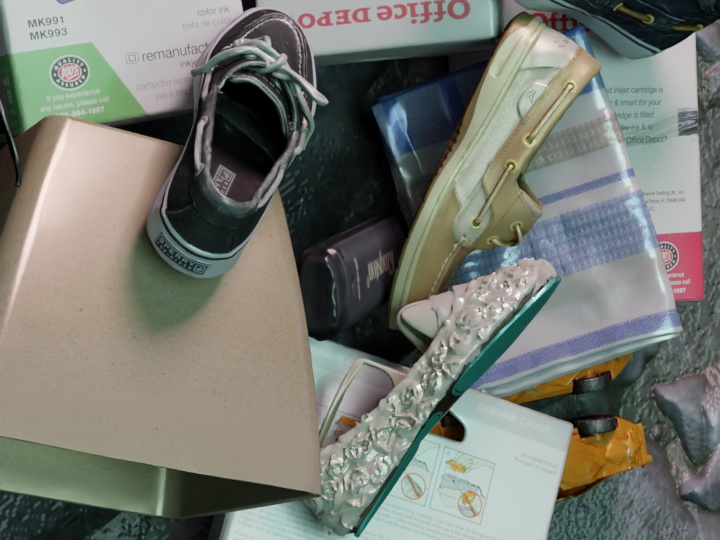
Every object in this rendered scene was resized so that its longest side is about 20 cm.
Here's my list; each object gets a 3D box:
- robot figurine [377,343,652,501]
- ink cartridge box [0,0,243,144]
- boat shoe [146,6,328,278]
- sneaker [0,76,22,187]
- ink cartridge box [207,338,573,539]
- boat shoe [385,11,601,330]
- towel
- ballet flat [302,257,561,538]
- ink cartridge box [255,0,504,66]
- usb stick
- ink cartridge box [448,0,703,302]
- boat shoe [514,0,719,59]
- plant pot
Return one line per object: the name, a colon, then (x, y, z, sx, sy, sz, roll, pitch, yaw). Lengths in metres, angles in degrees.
robot figurine: (0.092, 0.098, 1.235, 0.198, 0.058, 0.147, -11, 95, -27)
ink cartridge box: (-0.153, -0.182, 1.092, 0.144, 0.087, 0.202, -11, 94, -26)
boat shoe: (-0.057, -0.085, 1.009, 0.073, 0.068, 0.200, 33, 42, -8)
sneaker: (-0.227, -0.118, 1.012, 0.060, 0.200, 0.105, -21, 121, -17)
ink cartridge box: (0.015, 0.147, 1.146, 0.198, 0.044, 0.175, 19, 72, -13)
boat shoe: (0.076, -0.047, 1.120, 0.066, 0.074, 0.201, 25, 104, 5)
towel: (0.099, -0.031, 1.165, 0.146, 0.024, 0.202, -18, 88, 13)
ballet flat: (0.030, 0.060, 1.093, 0.072, 0.072, 0.200, 40, 87, -21)
ink cartridge box: (0.007, -0.227, 1.141, 0.146, 0.086, 0.202, -5, 92, 7)
usb stick: (0.000, 0.000, 1.128, 0.032, 0.200, 0.056, 4, 98, 13)
ink cartridge box: (0.138, -0.077, 1.242, 0.144, 0.084, 0.202, -4, 92, -27)
boat shoe: (0.151, -0.186, 1.115, 0.199, 0.090, 0.072, 17, 61, -49)
plant pot: (-0.140, 0.028, 1.051, 0.198, 0.199, 0.179, 14, 73, -26)
